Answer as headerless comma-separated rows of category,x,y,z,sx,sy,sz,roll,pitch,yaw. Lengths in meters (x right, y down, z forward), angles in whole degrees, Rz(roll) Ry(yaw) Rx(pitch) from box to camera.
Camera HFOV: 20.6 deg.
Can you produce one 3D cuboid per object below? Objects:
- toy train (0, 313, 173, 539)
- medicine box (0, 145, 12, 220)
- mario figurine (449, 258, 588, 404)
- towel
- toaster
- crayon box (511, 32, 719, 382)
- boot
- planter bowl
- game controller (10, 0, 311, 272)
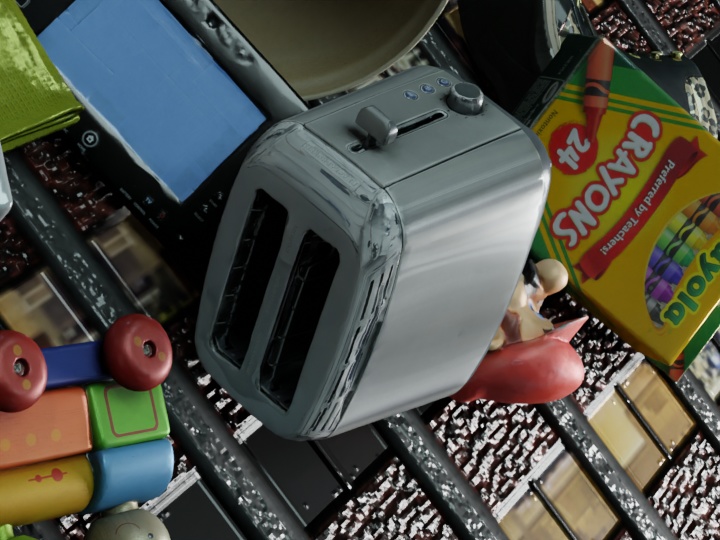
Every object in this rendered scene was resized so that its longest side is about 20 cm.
toy train,-0.159,0.089,0.820,0.200,0.085,0.116,-7,81,-48
medicine box,-0.258,-0.090,0.796,0.182,0.103,0.200,1,62,-35
mario figurine,0.062,-0.016,1.097,0.200,0.106,0.123,52,37,0
towel,-0.222,-0.076,0.893,0.200,0.018,0.086,-26,83,-42
toaster,0.000,0.000,0.978,0.129,0.200,0.114,-19,50,-44
crayon box,0.170,-0.034,1.205,0.200,0.127,0.051,38,-3,-19
boot,0.150,-0.144,1.303,0.154,0.073,0.204,-6,75,-45
planter bowl,-0.048,-0.208,1.077,0.200,0.200,0.135,37,15,-20
game controller,-0.107,-0.095,1.000,0.200,0.042,0.104,47,72,-11
